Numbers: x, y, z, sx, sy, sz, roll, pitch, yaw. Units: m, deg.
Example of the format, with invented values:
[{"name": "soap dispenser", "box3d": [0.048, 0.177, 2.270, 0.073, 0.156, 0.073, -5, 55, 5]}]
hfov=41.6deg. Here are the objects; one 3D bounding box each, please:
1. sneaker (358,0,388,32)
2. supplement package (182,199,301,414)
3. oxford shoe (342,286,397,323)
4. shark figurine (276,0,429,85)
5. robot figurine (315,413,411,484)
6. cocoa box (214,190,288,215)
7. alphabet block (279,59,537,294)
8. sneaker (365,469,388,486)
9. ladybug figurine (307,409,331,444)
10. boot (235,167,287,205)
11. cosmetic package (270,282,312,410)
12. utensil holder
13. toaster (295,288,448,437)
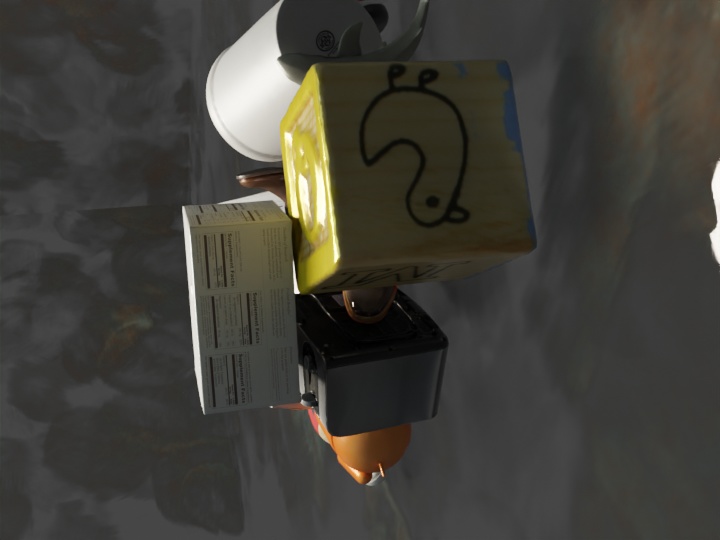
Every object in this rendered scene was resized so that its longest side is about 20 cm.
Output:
[{"name": "sneaker", "box3d": [-0.017, -0.365, 1.302, 0.201, 0.066, 0.110, 164, 98, -77]}, {"name": "supplement package", "box3d": [-0.134, 0.034, 1.060, 0.156, 0.109, 0.203, -137, 43, -72]}, {"name": "oxford shoe", "box3d": [0.014, -0.031, 1.155, 0.073, 0.070, 0.202, 88, -173, -56]}, {"name": "shark figurine", "box3d": [0.026, -0.248, 1.078, 0.129, 0.213, 0.090, 54, -179, -20]}, {"name": "robot figurine", "box3d": [0.003, 0.209, 1.330, 0.144, 0.116, 0.200, -49, 23, 0]}, {"name": "cocoa box", "box3d": [-0.158, -0.044, 1.666, 0.200, 0.131, 0.133, 40, -142, -74]}, {"name": "alphabet block", "box3d": [0.038, -0.089, 0.955, 0.196, 0.197, 0.199, 144, 119, -71]}, {"name": "sneaker", "box3d": [-0.028, 0.241, 1.445, 0.073, 0.084, 0.201, -46, 50, 15]}, {"name": "ladybug figurine", "box3d": [-0.051, 0.218, 1.601, 0.201, 0.071, 0.137, -118, 27, -54]}, {"name": "boot", "box3d": [-0.108, -0.064, 1.522, 0.064, 0.184, 0.203, -159, 67, -66]}, {"name": "cosmetic package", "box3d": [-0.071, 0.085, 1.295, 0.074, 0.101, 0.202, 32, 102, 40]}, {"name": "utensil holder", "box3d": [-0.086, -0.253, 1.222, 0.199, 0.168, 0.173, -24, 72, 56]}, {"name": "toaster", "box3d": [0.003, 0.099, 1.179, 0.181, 0.197, 0.120, -136, 44, -54]}]
